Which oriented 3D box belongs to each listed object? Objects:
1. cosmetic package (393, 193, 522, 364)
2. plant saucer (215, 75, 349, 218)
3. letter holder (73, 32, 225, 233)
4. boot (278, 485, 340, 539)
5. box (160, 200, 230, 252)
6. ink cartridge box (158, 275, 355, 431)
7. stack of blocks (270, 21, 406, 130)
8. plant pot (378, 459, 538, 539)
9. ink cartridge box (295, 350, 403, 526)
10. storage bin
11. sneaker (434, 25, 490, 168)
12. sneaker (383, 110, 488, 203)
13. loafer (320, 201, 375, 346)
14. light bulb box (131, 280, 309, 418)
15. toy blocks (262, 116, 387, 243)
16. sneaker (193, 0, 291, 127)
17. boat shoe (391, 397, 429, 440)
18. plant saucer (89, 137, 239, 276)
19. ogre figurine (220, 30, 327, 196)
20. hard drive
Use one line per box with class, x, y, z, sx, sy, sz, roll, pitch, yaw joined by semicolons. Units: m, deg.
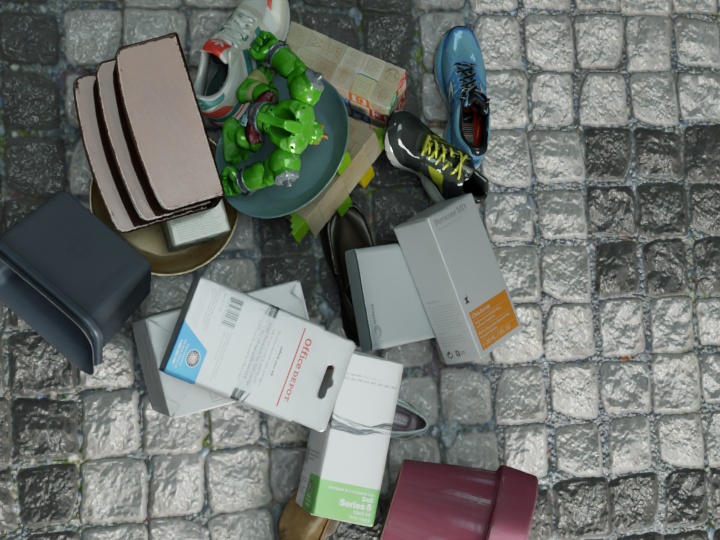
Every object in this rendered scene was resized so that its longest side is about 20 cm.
cosmetic package;0.133;0.012;1.661;0.101;0.071;0.203;-29;100;-40
plant saucer;-0.095;-0.156;1.593;0.198;0.039;0.204;-10;67;25
letter holder;-0.262;-0.161;1.493;0.140;0.101;0.203;-17;89;-13
boot;-0.084;0.367;1.625;0.075;0.074;0.202;26;72;4
box;-0.234;-0.132;1.584;0.081;0.068;0.203;-14;88;-15
ink cartridge box;-0.118;0.098;1.425;0.198;0.068;0.118;24;80;-13
stack of blocks;-0.039;-0.260;1.660;0.198;0.115;0.059;25;78;7
plant pot;0.121;0.338;1.622;0.176;0.200;0.203;18;80;3
ink cartridge box;-0.015;0.205;1.550;0.083;0.145;0.203;13;84;-9
storage bin;-0.359;0.010;1.540;0.199;0.146;0.134;39;61;11
sneaker;0.156;-0.244;1.726;0.077;0.090;0.204;-5;85;-15
sneaker;0.107;-0.153;1.666;0.200;0.084;0.075;38;66;-45
loafer;0.000;0.000;1.671;0.072;0.071;0.203;-14;89;-16
light bulb box;-0.173;0.097;1.549;0.195;0.200;0.127;-13;90;-16
toy blocks;-0.071;-0.145;1.646;0.136;0.100;0.201;32;77;24
sneaker;-0.154;-0.284;1.565;0.070;0.093;0.202;25;88;20
boat shoe;-0.006;0.184;1.656;0.199;0.065;0.076;18;80;-12
plant saucer;-0.257;-0.092;1.627;0.197;0.035;0.204;1;84;-14
ogre figurine;-0.108;-0.183;1.530;0.098;0.119;0.202;40;75;-52
hard drive;0.070;0.028;1.668;0.198;0.026;0.134;-9;87;-41
